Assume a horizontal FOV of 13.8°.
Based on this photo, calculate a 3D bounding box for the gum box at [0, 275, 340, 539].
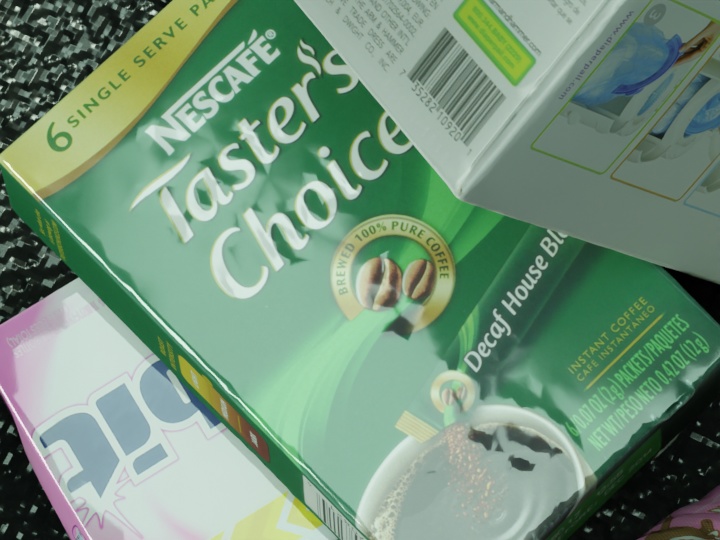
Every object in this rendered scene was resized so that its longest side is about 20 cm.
[{"bbox_3d":[-0.015,0.032,0.934,0.199,0.066,0.114,-31,74,-7],"label":"gum box"}]

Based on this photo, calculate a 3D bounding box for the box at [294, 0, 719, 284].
[{"bbox_3d":[0.085,-0.074,0.865,0.102,0.199,0.113,-50,55,18],"label":"box"}]

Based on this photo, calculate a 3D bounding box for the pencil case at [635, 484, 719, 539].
[{"bbox_3d":[0.071,0.124,0.845,0.083,0.087,0.199,39,39,28],"label":"pencil case"}]

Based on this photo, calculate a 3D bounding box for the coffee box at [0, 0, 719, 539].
[{"bbox_3d":[0.000,0.000,0.885,0.123,0.044,0.200,-41,74,-11],"label":"coffee box"}]
